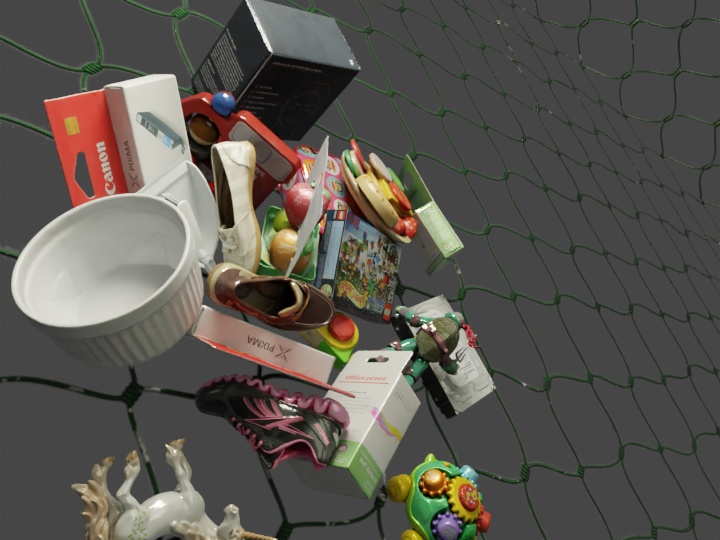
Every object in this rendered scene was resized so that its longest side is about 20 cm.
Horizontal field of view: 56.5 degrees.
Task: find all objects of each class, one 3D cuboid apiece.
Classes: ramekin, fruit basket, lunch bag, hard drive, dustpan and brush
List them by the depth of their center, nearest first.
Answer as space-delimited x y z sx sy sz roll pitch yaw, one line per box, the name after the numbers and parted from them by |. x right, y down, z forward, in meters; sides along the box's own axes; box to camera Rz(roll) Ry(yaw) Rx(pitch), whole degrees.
-0.277 0.017 0.768 0.199 0.105 0.201 -4 48 5 | ramekin
-0.229 -0.035 0.924 0.140 0.057 0.201 -53 139 -42 | dustpan and brush
-0.082 -0.064 0.964 0.093 0.200 0.186 23 39 -19 | fruit basket
-0.050 -0.108 1.162 0.176 0.082 0.201 13 52 -43 | lunch bag
0.149 0.149 1.191 0.139 0.038 0.201 -16 74 -48 | hard drive

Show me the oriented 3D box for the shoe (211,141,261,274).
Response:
-0.178 -0.078 0.924 0.053 0.070 0.201 -4 94 -46 | shoe

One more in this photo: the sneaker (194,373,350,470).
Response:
-0.117 0.193 0.828 0.199 0.079 0.096 12 56 6 | sneaker

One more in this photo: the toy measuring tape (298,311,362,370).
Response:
-0.064 0.072 1.026 0.200 0.074 0.074 45 39 8 | toy measuring tape

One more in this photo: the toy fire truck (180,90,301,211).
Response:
-0.201 -0.179 0.994 0.200 0.168 0.112 43 40 -11 | toy fire truck

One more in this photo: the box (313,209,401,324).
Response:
0.000 0.000 1.058 0.200 0.037 0.137 27 69 -59 | box

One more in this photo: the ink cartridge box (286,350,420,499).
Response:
0.002 0.202 0.913 0.200 0.117 0.067 -54 124 -38 | ink cartridge box

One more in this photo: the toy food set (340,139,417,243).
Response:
0.033 -0.134 1.151 0.200 0.049 0.199 31 30 -53 | toy food set

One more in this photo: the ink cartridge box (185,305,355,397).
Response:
-0.120 0.100 0.855 0.199 0.176 0.045 25 78 -29 | ink cartridge box

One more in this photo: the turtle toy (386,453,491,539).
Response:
0.133 0.362 0.966 0.145 0.101 0.201 7 57 -40 | turtle toy

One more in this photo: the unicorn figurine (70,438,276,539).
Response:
-0.211 0.262 0.746 0.199 0.074 0.138 -8 76 -31 | unicorn figurine

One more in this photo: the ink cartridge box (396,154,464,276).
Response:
0.109 -0.099 1.256 0.048 0.146 0.201 -30 81 -12 | ink cartridge box

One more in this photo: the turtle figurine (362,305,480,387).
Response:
0.106 0.118 1.090 0.200 0.101 0.150 -34 84 -25 | turtle figurine

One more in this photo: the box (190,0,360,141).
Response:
-0.145 -0.331 1.138 0.199 0.196 0.124 -7 67 -46 | box

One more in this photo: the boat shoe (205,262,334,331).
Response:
-0.100 0.041 0.865 0.200 0.072 0.073 25 82 -43 | boat shoe

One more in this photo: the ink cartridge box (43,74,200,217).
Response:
-0.300 -0.141 0.880 0.176 0.045 0.201 -37 128 -50 | ink cartridge box
